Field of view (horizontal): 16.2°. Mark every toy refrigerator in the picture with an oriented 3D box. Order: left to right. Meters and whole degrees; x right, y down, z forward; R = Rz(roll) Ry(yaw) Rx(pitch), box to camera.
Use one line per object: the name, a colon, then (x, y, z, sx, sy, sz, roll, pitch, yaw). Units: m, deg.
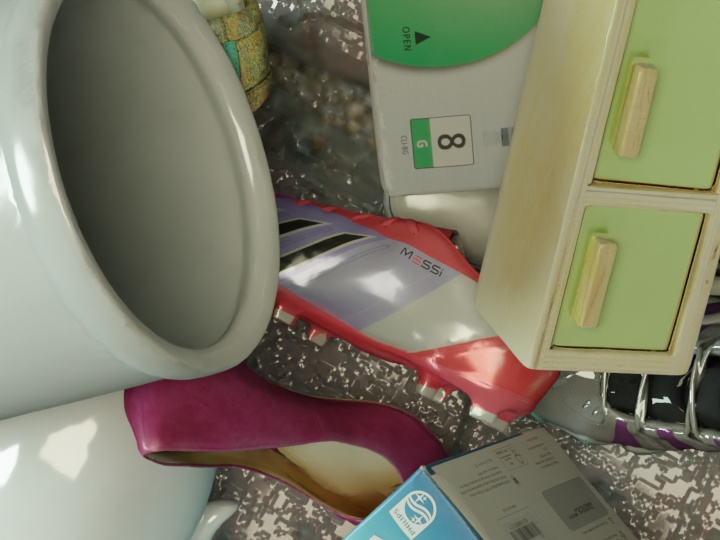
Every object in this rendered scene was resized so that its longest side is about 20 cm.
toy refrigerator: (0.111, -0.060, 1.011, 0.076, 0.070, 0.200, 4, 113, -22)

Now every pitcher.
pitcher: (-0.115, 0.124, 1.149, 0.171, 0.121, 0.200, 17, 106, -12)

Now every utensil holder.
utensil holder: (-0.159, -0.019, 1.014, 0.200, 0.170, 0.170, -15, 90, 26)

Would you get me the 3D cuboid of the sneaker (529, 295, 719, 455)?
sneaker: (0.159, 0.049, 1.073, 0.200, 0.140, 0.078, -1, 94, 10)

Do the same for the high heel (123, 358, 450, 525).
high heel: (-0.024, 0.089, 1.092, 0.067, 0.096, 0.200, -23, 129, 29)

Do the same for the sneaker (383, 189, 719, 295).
sneaker: (0.106, -0.029, 1.115, 0.200, 0.071, 0.073, 4, 93, 10)

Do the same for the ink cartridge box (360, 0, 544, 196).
ink cartridge box: (0.100, -0.113, 1.049, 0.200, 0.050, 0.161, -4, 126, 4)

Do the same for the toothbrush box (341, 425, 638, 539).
toothbrush box: (0.010, 0.165, 1.067, 0.200, 0.146, 0.085, -43, 77, 19)

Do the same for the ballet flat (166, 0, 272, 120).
ballet flat: (-0.100, -0.141, 1.110, 0.071, 0.071, 0.200, -47, 53, 9)

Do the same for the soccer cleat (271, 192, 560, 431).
soccer cleat: (0.000, 0.000, 1.115, 0.200, 0.067, 0.077, 26, 85, 14)
